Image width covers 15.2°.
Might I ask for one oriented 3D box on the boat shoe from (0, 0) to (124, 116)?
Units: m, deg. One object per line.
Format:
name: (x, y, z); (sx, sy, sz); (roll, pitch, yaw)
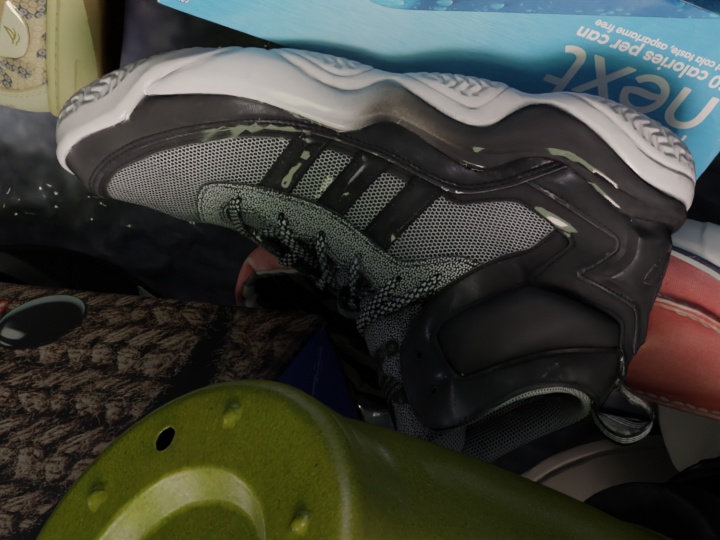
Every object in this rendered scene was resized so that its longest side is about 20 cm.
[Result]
boat shoe: (-0.111, -0.130, 0.864); (0.062, 0.073, 0.201); (3, 129, 2)

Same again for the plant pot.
plant pot: (0.006, 0.129, 0.767); (0.200, 0.201, 0.193); (-28, 134, 26)

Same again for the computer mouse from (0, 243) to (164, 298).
computer mouse: (-0.073, 0.067, 1.019); (0.200, 0.046, 0.141); (33, 139, 4)

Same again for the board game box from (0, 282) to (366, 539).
board game box: (-0.115, 0.091, 0.908); (0.199, 0.160, 0.097); (4, 130, 35)

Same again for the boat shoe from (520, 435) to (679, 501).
boat shoe: (0.059, 0.127, 0.991); (0.074, 0.200, 0.060); (48, 148, 17)

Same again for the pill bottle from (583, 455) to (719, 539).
pill bottle: (0.157, 0.121, 0.939); (0.199, 0.112, 0.112); (9, 138, -44)

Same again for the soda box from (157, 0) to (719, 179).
soda box: (0.035, -0.096, 0.842); (0.199, 0.064, 0.068); (16, 130, -27)

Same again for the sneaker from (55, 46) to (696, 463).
sneaker: (0.000, 0.000, 0.823); (0.199, 0.114, 0.076); (6, 160, 1)

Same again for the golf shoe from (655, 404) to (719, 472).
golf shoe: (0.158, 0.014, 0.925); (0.072, 0.092, 0.200); (21, 129, -11)

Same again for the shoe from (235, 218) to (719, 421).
shoe: (0.059, 0.020, 0.898); (0.199, 0.091, 0.072); (25, 138, 21)
